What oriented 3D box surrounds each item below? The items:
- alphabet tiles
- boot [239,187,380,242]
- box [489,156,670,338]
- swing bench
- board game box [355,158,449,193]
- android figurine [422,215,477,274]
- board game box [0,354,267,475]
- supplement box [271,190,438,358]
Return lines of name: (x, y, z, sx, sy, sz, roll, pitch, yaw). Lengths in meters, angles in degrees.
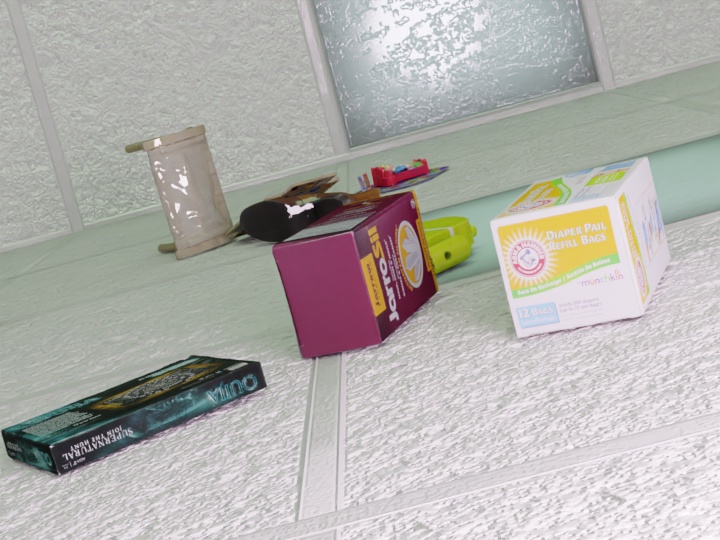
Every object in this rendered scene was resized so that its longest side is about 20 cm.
alphabet tiles: (-0.128, -0.106, 2.402, 0.166, 0.006, 0.200, -19, -11, -42)
boot: (-0.080, -0.102, 2.344, 0.187, 0.069, 0.200, -15, 6, 17)
box: (0.194, -0.024, 1.263, 0.112, 0.102, 0.200, -12, 9, 20)
swing bench: (-0.298, -0.136, 2.483, 0.129, 0.201, 0.200, -18, 9, -16)
board game box: (0.069, -0.180, 2.653, 0.157, 0.039, 0.200, -11, 10, 25)
android figurine: (0.050, -0.019, 1.683, 0.199, 0.041, 0.181, -23, 12, -40)
board game box: (-0.197, 0.120, 1.264, 0.199, 0.028, 0.135, -21, 10, -29)
supplement box: (0.000, 0.000, 1.416, 0.085, 0.111, 0.200, -11, 10, 21)
